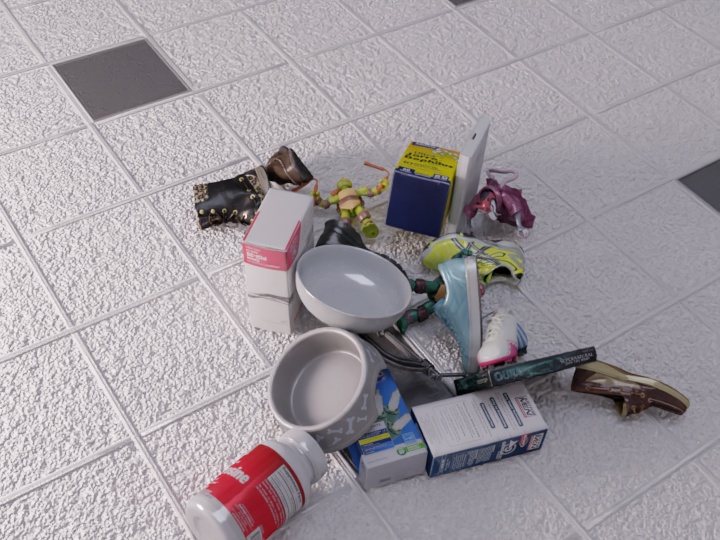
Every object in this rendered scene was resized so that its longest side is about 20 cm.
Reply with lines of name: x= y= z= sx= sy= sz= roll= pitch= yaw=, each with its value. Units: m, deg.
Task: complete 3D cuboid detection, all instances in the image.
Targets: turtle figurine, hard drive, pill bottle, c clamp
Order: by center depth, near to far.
pill bottle: x=-0.143 y=0.318 z=1.386 sx=0.112 sy=0.113 sz=0.199 roll=35 pitch=52 yaw=26
c clamp: x=0.057 y=0.130 z=1.615 sx=0.170 sy=0.027 sz=0.199 roll=6 pitch=24 yaw=-49
turtle figurine: x=0.157 y=0.045 z=1.702 sx=0.197 sy=0.101 sz=0.152 roll=-10 pitch=88 yaw=-14
hard drive: x=0.205 y=-0.174 z=1.842 sx=0.026 sy=0.202 sz=0.133 roll=19 pitch=46 yaw=13
turtle figurine: x=-0.029 y=-0.122 z=1.862 sx=0.196 sy=0.065 sz=0.163 roll=-10 pitch=52 yaw=-5

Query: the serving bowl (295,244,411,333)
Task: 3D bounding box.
serving bowl: x=-0.017 y=0.041 z=1.602 sx=0.197 sy=0.067 sz=0.201 roll=13 pitch=32 yaw=-8

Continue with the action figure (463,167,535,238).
action figure: x=0.267 y=-0.132 z=1.822 sx=0.132 sy=0.152 sz=0.199 roll=4 pitch=-1 yaw=25

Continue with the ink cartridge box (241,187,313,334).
ink cartridge box: x=-0.136 y=-0.013 z=1.649 sx=0.081 sy=0.202 sz=0.148 roll=11 pitch=45 yaw=10

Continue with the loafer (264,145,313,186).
loafer: x=-0.144 y=-0.190 z=1.877 sx=0.071 sy=0.073 sz=0.200 roll=-39 pitch=15 yaw=-3

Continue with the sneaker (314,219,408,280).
sneaker: x=0.000 y=0.000 z=1.720 sx=0.199 sy=0.076 sz=0.091 roll=36 pitch=65 yaw=-7

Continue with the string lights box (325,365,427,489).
string lights box: x=0.021 y=0.235 z=1.522 sx=0.101 sy=0.060 sz=0.201 roll=-12 pitch=47 yaw=-16

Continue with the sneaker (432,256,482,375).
sneaker: x=0.164 y=0.079 z=1.632 sx=0.080 sy=0.204 sz=0.074 roll=-3 pitch=1 yaw=11

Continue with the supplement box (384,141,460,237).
supplement box: x=0.122 y=-0.158 z=1.839 sx=0.107 sy=0.111 sz=0.200 roll=13 pitch=25 yaw=7

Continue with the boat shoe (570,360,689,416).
boat shoe: x=0.444 y=0.209 z=1.603 sx=0.197 sy=0.072 sz=0.073 roll=21 pitch=76 yaw=-1

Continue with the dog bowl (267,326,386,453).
dog bowl: x=-0.057 y=0.179 z=1.501 sx=0.197 sy=0.059 sz=0.203 roll=-15 pitch=53 yaw=21

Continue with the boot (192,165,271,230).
boot: x=-0.230 y=-0.101 z=1.813 sx=0.148 sy=0.074 sz=0.203 roll=-11 pitch=61 yaw=-7

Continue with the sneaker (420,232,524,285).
sneaker: x=0.209 y=-0.017 z=1.780 sx=0.196 sy=0.076 sz=0.077 roll=2 pitch=45 yaw=-3

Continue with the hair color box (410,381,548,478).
hair color box: x=0.184 y=0.250 z=1.526 sx=0.197 sy=0.061 sz=0.101 roll=-11 pitch=47 yaw=-16

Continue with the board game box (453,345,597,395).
board game box: x=0.266 y=0.162 z=1.567 sx=0.197 sy=0.135 sz=0.029 roll=-10 pitch=80 yaw=-21

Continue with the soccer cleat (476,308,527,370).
soccer cleat: x=0.227 y=0.110 z=1.594 sx=0.069 sy=0.088 sz=0.200 roll=-16 pitch=-2 yaw=19
